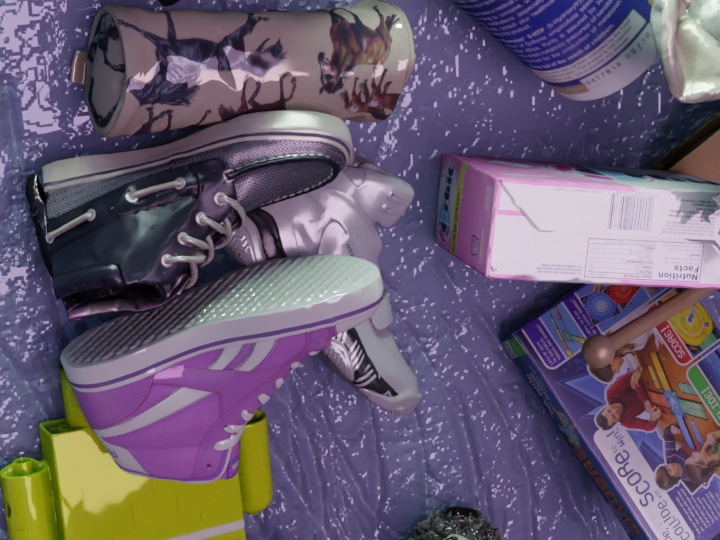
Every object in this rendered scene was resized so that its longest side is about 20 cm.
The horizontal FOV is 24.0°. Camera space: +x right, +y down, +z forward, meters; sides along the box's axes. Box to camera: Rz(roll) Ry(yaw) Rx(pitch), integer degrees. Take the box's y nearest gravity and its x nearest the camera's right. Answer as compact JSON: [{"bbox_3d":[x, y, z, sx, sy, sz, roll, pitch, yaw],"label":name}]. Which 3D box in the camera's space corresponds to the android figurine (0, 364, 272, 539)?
[{"bbox_3d":[-0.139,0.148,1.094,0.181,0.041,0.202,-14,107,-24],"label":"android figurine"}]

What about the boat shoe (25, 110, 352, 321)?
[{"bbox_3d":[-0.096,-0.028,1.002,0.198,0.093,0.075,-13,151,3],"label":"boat shoe"}]

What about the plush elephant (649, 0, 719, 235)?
[{"bbox_3d":[0.262,-0.135,1.036,0.200,0.165,0.155,-38,86,22],"label":"plush elephant"}]

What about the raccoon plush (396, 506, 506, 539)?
[{"bbox_3d":[0.109,0.245,1.192,0.200,0.134,0.097,37,85,-30],"label":"raccoon plush"}]

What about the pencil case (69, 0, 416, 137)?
[{"bbox_3d":[-0.071,-0.125,1.028,0.199,0.089,0.078,-5,95,-23],"label":"pencil case"}]

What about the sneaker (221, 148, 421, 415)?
[{"bbox_3d":[0.000,0.000,1.103,0.115,0.075,0.200,-45,115,-6],"label":"sneaker"}]

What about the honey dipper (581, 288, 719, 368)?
[{"bbox_3d":[0.224,0.022,1.177,0.199,0.038,0.038,-26,116,-37],"label":"honey dipper"}]

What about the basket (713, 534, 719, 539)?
[{"bbox_3d":[0.363,0.206,1.318,0.199,0.123,0.136,27,92,-29],"label":"basket"}]

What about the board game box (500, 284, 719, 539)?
[{"bbox_3d":[0.210,0.094,1.211,0.135,0.034,0.201,-32,89,-15],"label":"board game box"}]

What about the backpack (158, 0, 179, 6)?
[{"bbox_3d":[-0.081,-0.283,0.935,0.200,0.147,0.183,-44,107,-15],"label":"backpack"}]

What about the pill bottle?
[{"bbox_3d":[0.105,-0.210,1.074,0.200,0.120,0.120,35,87,-30],"label":"pill bottle"}]

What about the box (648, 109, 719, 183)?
[{"bbox_3d":[0.319,-0.053,1.240,0.200,0.021,0.163,35,116,-30],"label":"box"}]

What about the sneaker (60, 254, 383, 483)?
[{"bbox_3d":[-0.070,0.065,1.034,0.199,0.073,0.115,-18,114,7],"label":"sneaker"}]

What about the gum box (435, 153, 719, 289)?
[{"bbox_3d":[0.162,-0.033,1.132,0.198,0.113,0.067,3,101,-15],"label":"gum box"}]
